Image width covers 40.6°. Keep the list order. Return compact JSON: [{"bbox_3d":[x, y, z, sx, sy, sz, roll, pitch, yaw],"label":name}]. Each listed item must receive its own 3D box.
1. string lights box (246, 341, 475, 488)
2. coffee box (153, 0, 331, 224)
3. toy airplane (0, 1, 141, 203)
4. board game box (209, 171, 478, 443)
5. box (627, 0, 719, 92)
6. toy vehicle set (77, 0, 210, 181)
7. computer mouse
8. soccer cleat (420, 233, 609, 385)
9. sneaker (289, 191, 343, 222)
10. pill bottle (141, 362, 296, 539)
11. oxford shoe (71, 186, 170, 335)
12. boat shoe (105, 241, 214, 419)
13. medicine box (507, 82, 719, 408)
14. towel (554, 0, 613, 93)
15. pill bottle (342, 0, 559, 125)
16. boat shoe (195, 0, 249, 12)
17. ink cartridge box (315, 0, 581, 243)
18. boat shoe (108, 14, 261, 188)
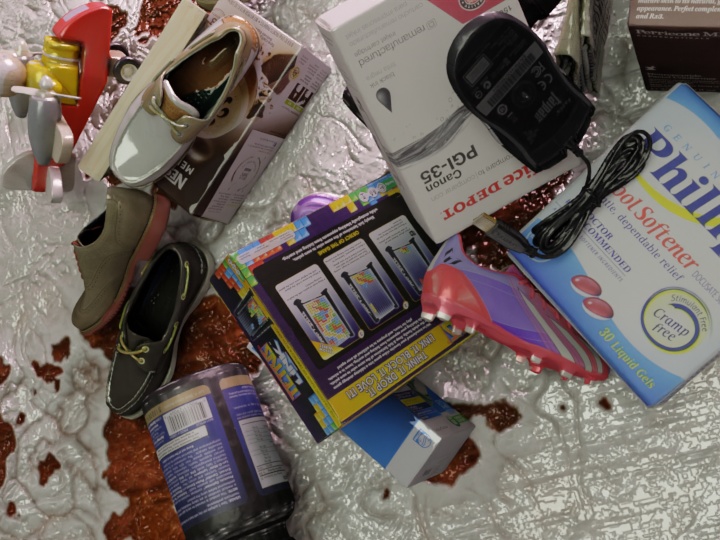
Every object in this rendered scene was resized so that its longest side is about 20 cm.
[{"bbox_3d":[0.001,0.109,0.906,0.200,0.103,0.059,38,102,20],"label":"string lights box"},{"bbox_3d":[-0.138,-0.163,1.000,0.113,0.080,0.201,37,98,19],"label":"coffee box"},{"bbox_3d":[-0.339,-0.175,1.033,0.199,0.141,0.200,-23,54,44],"label":"toy airplane"},{"bbox_3d":[-0.002,0.025,0.837,0.166,0.199,0.057,56,143,6],"label":"board game box"},{"bbox_3d":[0.275,-0.199,0.779,0.099,0.200,0.076,7,87,21],"label":"box"},{"bbox_3d":[-0.221,-0.189,1.014,0.026,0.124,0.201,33,98,-12],"label":"toy vehicle set"},{"bbox_3d":[0.119,-0.099,0.756,0.141,0.199,0.046,-52,27,10],"label":"computer mouse"},{"bbox_3d":[0.141,0.039,0.833,0.199,0.067,0.077,24,80,-21],"label":"soccer cleat"},{"bbox_3d":[0.000,0.000,0.929,0.081,0.083,0.200,-44,71,11],"label":"sneaker"},{"bbox_3d":[-0.130,0.201,0.943,0.111,0.112,0.201,-26,76,17],"label":"pill bottle"},{"bbox_3d":[-0.269,-0.013,1.013,0.200,0.074,0.071,-54,29,29],"label":"oxford shoe"},{"bbox_3d":[-0.223,0.062,1.020,0.071,0.061,0.202,26,94,21],"label":"boat shoe"},{"bbox_3d":[0.260,-0.018,0.819,0.200,0.103,0.182,-44,71,12],"label":"medicine box"},{"bbox_3d":[0.199,-0.240,0.817,0.034,0.193,0.202,12,87,13],"label":"towel"},{"bbox_3d":[0.085,-0.199,0.892,0.112,0.112,0.200,45,101,19],"label":"pill bottle"},{"bbox_3d":[-0.088,-0.329,0.994,0.199,0.065,0.072,-26,74,4],"label":"boat shoe"},{"bbox_3d":[0.075,-0.147,0.796,0.146,0.083,0.201,-29,113,0],"label":"ink cartridge box"},{"bbox_3d":[-0.173,-0.160,0.922,0.075,0.068,0.200,37,100,-9],"label":"boat shoe"}]
